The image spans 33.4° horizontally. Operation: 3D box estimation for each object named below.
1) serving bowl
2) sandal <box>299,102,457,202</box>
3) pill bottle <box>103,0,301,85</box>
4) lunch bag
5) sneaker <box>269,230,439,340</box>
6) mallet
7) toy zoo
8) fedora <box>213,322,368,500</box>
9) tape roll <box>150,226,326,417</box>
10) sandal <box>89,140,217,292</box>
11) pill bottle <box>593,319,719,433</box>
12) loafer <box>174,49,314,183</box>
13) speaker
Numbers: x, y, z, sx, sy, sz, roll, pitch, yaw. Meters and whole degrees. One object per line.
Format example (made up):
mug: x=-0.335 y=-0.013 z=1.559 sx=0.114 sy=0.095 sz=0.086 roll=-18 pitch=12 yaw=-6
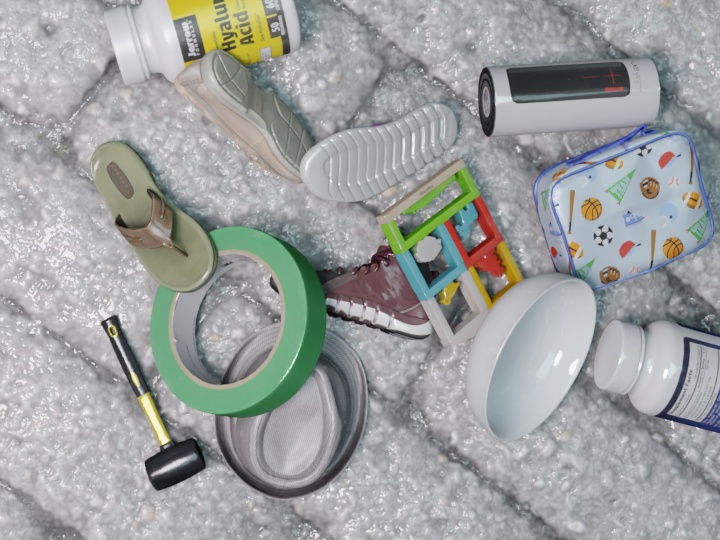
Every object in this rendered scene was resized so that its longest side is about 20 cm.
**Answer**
serving bowl: x=0.181 y=0.088 z=1.349 sx=0.065 sy=0.200 sz=0.201 roll=30 pitch=86 yaw=36
sandal: x=0.020 y=-0.133 z=1.369 sx=0.200 sy=0.050 sz=0.084 roll=-20 pitch=110 yaw=-20
pill bottle: x=-0.171 y=-0.267 z=1.304 sx=0.197 sy=0.111 sz=0.113 roll=-17 pitch=94 yaw=-6
lunch bag: x=0.306 y=-0.077 z=1.387 sx=0.198 sy=0.076 sz=0.162 roll=-22 pitch=101 yaw=-7
sneaker: x=0.000 y=0.000 z=1.362 sx=0.198 sy=0.076 sz=0.117 roll=18 pitch=83 yaw=-18
mallet: x=-0.249 y=0.151 z=1.345 sx=0.065 sy=0.041 sz=0.201 roll=-32 pitch=91 yaw=-4
toy zoo: x=0.112 y=-0.007 z=1.365 sx=0.131 sy=0.020 sz=0.202 roll=-37 pitch=105 yaw=-28
fedora: x=-0.074 y=0.161 z=1.338 sx=0.175 sy=0.090 sz=0.202 roll=21 pitch=88 yaw=-8
tape roll: x=-0.134 y=0.055 z=1.295 sx=0.198 sy=0.048 sz=0.204 roll=-6 pitch=76 yaw=26
sandal: x=-0.235 y=-0.055 z=1.301 sx=0.080 sy=0.057 sz=0.201 roll=-44 pitch=78 yaw=11
pill bottle: x=0.377 y=0.121 z=1.392 sx=0.197 sy=0.111 sz=0.113 roll=15 pitch=89 yaw=-8
loafer: x=-0.122 y=-0.163 z=1.315 sx=0.200 sy=0.062 sz=0.073 roll=45 pitch=42 yaw=-40
speaker: x=0.239 y=-0.199 z=1.380 sx=0.197 sy=0.081 sz=0.083 roll=-4 pitch=92 yaw=-8
